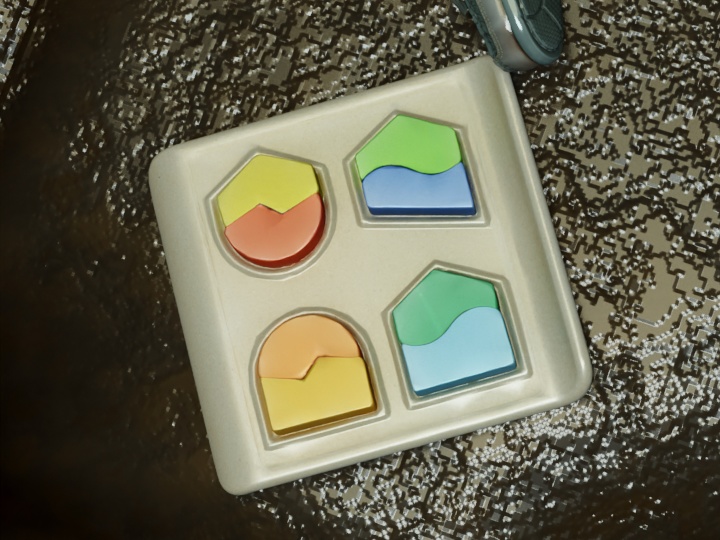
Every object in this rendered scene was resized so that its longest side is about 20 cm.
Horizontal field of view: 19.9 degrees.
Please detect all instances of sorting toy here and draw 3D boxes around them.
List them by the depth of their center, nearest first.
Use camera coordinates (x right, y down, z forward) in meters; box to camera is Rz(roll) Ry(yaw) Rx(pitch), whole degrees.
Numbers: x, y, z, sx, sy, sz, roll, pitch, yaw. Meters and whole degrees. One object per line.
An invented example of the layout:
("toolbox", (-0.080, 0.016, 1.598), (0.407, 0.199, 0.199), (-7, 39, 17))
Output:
("sorting toy", (0.000, 0.000, 1.036), (0.199, 0.036, 0.186), (-17, 76, 8))

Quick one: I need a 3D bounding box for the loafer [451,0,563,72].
("loafer", (0.052, -0.186, 1.055), (0.063, 0.072, 0.201), (-23, 67, 27))
